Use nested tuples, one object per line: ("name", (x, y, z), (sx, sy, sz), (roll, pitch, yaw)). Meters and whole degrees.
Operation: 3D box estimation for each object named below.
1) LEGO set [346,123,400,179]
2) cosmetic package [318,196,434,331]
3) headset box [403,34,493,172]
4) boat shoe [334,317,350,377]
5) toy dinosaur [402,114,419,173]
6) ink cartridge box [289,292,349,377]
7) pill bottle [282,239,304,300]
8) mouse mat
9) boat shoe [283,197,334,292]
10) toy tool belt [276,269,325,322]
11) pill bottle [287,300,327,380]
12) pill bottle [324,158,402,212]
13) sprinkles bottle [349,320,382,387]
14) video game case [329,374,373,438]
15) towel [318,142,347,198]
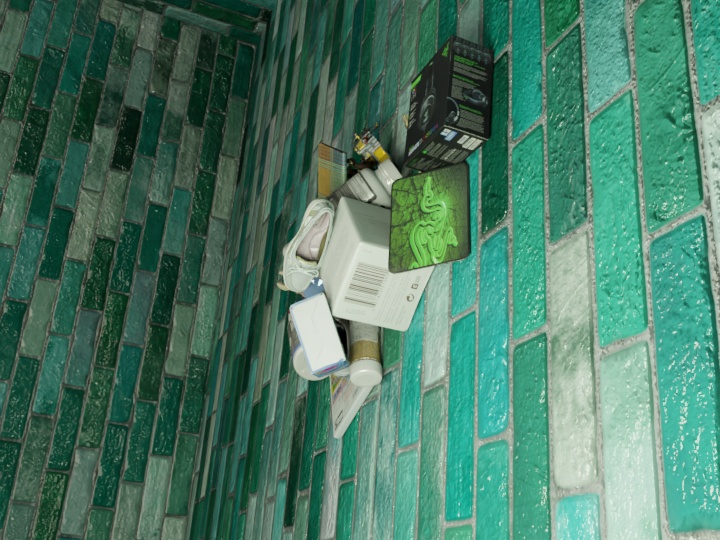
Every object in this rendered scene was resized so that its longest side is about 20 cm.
("LEGO set", (-0.003, -0.250, 1.830), (0.153, 0.116, 0.201), (-38, 24, 13))
("cosmetic package", (0.025, -0.015, 1.590), (0.201, 0.162, 0.167), (-110, 38, -57))
("headset box", (0.162, -0.304, 1.486), (0.174, 0.091, 0.204), (143, 138, -62))
("boat shoe", (-0.052, 0.131, 1.761), (0.066, 0.072, 0.202), (89, 163, -56))
("toy dinosaur", (0.117, -0.261, 1.666), (0.089, 0.046, 0.203), (105, 167, -56))
("ink cartridge box", (-0.077, 0.134, 1.589), (0.200, 0.075, 0.139), (73, 178, -80))
("pill bottle", (-0.099, 0.017, 1.903), (0.203, 0.111, 0.112), (68, 168, -16))
("mouse mat", (0.123, -0.096, 1.453), (0.158, 0.008, 0.204), (-12, 60, 26))
("boat shoe", (-0.102, -0.043, 1.617), (0.065, 0.073, 0.205), (-111, 43, -65))
("toy tool belt", (-0.120, 0.007, 1.776), (0.201, 0.122, 0.125), (-52, -4, 10))
("pill bottle", (-0.121, 0.165, 1.979), (0.201, 0.112, 0.115), (-110, 37, -58))
("pill bottle", (0.004, -0.144, 1.707), (0.199, 0.111, 0.111), (-37, 28, 5))
("sprinkles bottle", (0.009, 0.140, 1.688), (0.068, 0.067, 0.203), (125, 151, -48))
("video game case", (-0.022, 0.240, 1.790), (0.184, 0.022, 0.201), (-97, 26, -44))
("towel", (-0.062, -0.177, 1.826), (0.146, 0.021, 0.204), (33, 127, 58))
